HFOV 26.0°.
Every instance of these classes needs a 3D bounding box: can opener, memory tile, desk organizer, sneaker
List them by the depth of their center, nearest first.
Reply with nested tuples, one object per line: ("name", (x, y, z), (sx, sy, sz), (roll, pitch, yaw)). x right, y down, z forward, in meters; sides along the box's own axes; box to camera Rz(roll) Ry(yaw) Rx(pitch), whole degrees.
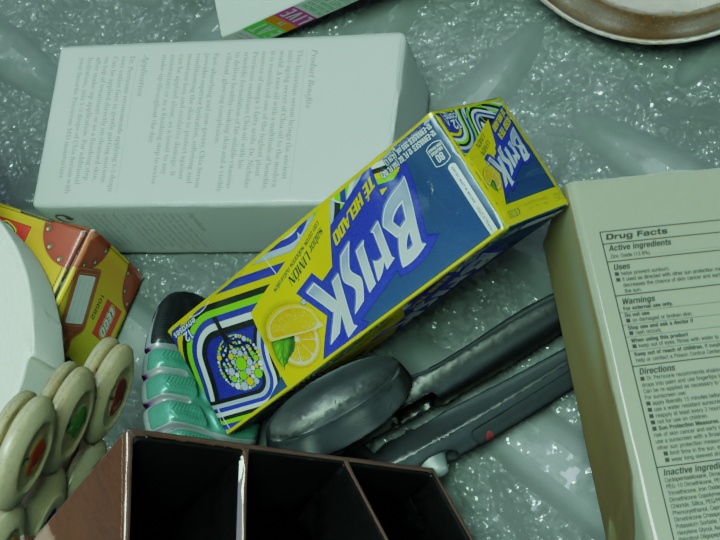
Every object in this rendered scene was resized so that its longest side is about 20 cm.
("desk organizer", (-0.038, 0.128, 0.686), (0.077, 0.200, 0.072), (-48, 52, 24))
("memory tile", (-0.156, 0.137, 0.723), (0.017, 0.153, 0.201), (20, 103, 8))
("can opener", (0.050, 0.064, 0.781), (0.199, 0.079, 0.064), (-22, 72, -8))
("sneaker", (-0.098, 0.107, 0.802), (0.087, 0.074, 0.201), (-37, 46, 31))

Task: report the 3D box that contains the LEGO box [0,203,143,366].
("LEGO box", (-0.233, 0.059, 0.850), (0.148, 0.077, 0.201), (18, 74, 21))

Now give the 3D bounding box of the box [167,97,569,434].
("box", (0.000, 0.000, 0.756), (0.200, 0.070, 0.064), (-39, 80, 34))

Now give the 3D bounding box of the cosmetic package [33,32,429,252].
("cosmetic package", (-0.069, -0.068, 0.858), (0.199, 0.071, 0.102), (0, 69, 16))

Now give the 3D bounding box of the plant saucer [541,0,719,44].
("plant saucer", (0.167, -0.219, 0.833), (0.200, 0.034, 0.201), (0, 89, 21))

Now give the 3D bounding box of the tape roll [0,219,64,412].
("tape roll", (-0.250, 0.049, 0.796), (0.202, 0.037, 0.204), (-6, 67, 14))

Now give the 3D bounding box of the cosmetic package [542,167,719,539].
("cosmetic package", (0.157, 0.056, 0.726), (0.105, 0.071, 0.201), (-5, 66, -7))

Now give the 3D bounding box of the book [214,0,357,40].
("book", (0.000, -0.220, 0.879), (0.200, 0.048, 0.134), (-19, 69, 32))
